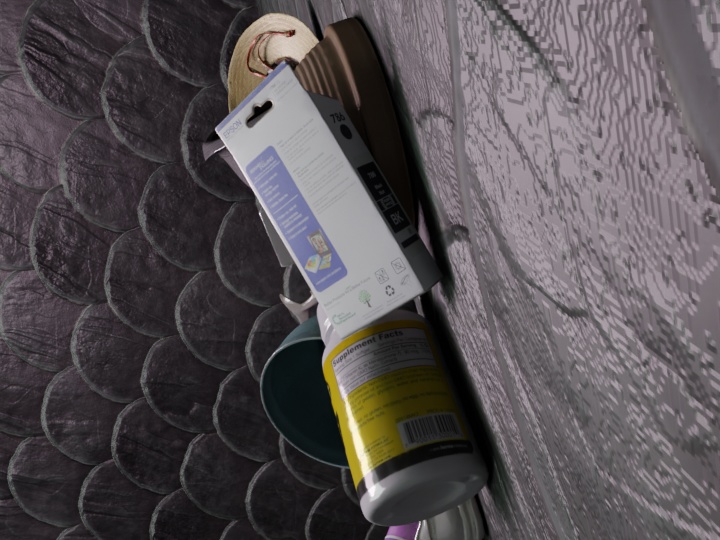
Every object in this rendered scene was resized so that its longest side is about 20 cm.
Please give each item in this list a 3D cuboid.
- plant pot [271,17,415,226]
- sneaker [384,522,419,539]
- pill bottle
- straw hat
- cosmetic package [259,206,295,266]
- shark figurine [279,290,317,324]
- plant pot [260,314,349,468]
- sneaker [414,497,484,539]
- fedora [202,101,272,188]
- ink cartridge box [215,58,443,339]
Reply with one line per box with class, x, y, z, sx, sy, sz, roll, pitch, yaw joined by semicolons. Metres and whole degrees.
plant pot;-0.023;-0.112;0.669;0.201;0.091;0.205;163;90;-85
sneaker;0.105;0.306;0.839;0.201;0.072;0.116;54;-132;-38
pill bottle;0.029;0.109;0.667;0.115;0.112;0.203;80;173;-56
straw hat;-0.085;-0.235;1.002;0.084;0.199;0.205;-9;-100;-54
cosmetic package;-0.054;-0.082;0.903;0.200;0.100;0.075;-83;-27;-71
shark figurine;-0.035;0.000;1.203;0.089;0.218;0.127;26;177;-42
plant pot;-0.012;0.127;0.942;0.135;0.196;0.203;-65;-34;-55
sneaker;0.056;0.189;0.775;0.076;0.087;0.203;78;174;-62
fedora;-0.092;-0.160;0.885;0.091;0.198;0.178;57;-142;-19
ink cartridge box;-0.027;-0.055;0.587;0.202;0.099;0.039;59;-143;-1
